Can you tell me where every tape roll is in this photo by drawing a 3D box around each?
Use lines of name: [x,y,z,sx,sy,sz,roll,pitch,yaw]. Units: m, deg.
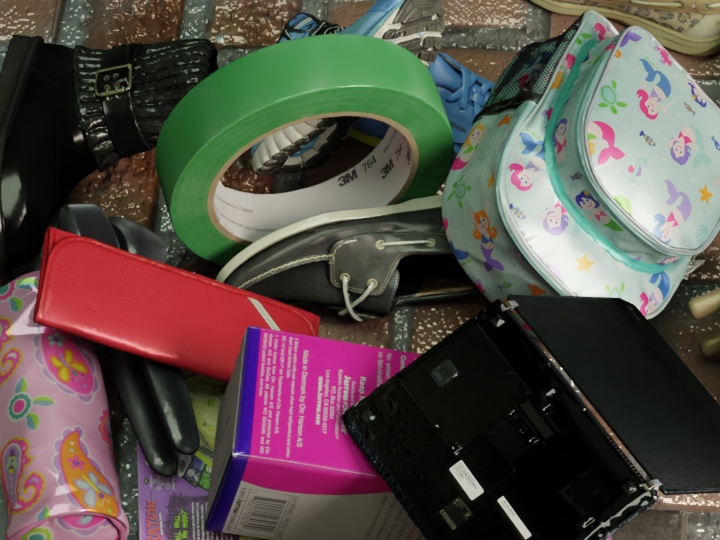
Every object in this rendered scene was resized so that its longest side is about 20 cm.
tape roll: [-0.038,-0.077,1.744,0.200,0.201,0.048,-13,58,-8]

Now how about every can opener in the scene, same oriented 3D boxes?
can opener: [-0.152,0.047,1.721,0.078,0.063,0.201,-3,62,-34]

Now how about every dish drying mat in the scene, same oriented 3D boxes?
dish drying mat: [-0.118,0.030,1.699,0.199,0.018,0.077,19,52,-21]

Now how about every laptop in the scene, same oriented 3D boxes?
laptop: [0.124,0.112,1.592,0.200,0.103,0.177,-37,55,-2]

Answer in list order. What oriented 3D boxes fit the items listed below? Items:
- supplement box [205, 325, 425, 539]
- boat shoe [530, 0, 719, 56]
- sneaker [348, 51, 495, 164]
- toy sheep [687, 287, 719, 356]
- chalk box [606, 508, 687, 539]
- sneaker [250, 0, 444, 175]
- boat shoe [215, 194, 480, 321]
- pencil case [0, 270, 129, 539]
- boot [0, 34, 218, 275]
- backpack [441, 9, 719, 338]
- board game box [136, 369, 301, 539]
supplement box: [0.010,0.117,1.654,0.199,0.101,0.104,11,54,-9]
boat shoe: [0.188,-0.226,1.923,0.199,0.063,0.073,20,60,13]
sneaker: [0.071,-0.114,1.843,0.199,0.079,0.066,17,56,9]
toy sheep: [0.299,0.052,1.705,0.137,0.138,0.200,-14,54,-9]
chalk box: [0.098,0.223,1.596,0.199,0.124,0.125,3,58,3]
sneaker: [-0.025,-0.148,1.792,0.078,0.200,0.090,-6,65,-47]
boat shoe: [0.000,0.000,1.771,0.199,0.072,0.068,-11,57,-11]
pencil case: [-0.208,0.099,1.701,0.087,0.088,0.201,-11,58,-7]
boot: [-0.183,-0.085,1.821,0.157,0.080,0.212,5,57,3]
backpack: [0.157,-0.055,1.740,0.178,0.150,0.200,45,60,-17]
board game box: [-0.090,0.126,1.715,0.119,0.032,0.201,0,56,-5]
